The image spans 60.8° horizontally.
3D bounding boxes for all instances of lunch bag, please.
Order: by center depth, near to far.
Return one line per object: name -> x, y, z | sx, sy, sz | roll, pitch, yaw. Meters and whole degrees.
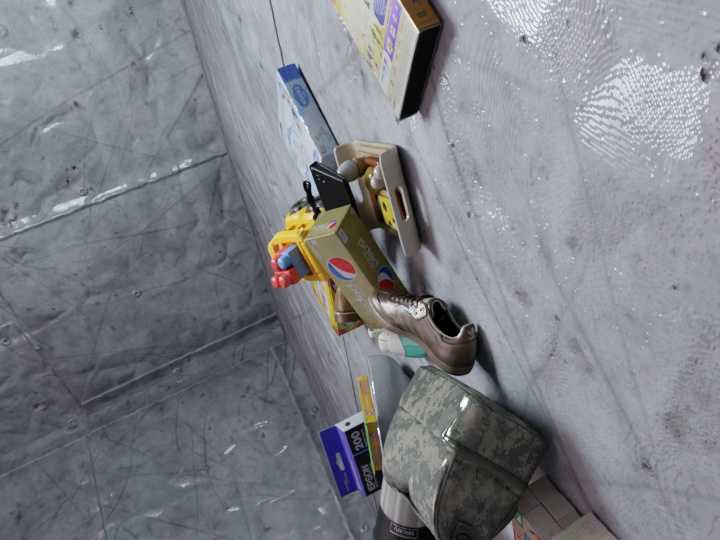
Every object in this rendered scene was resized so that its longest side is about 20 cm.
lunch bag -> 0.112, 0.232, 0.765 | 0.138, 0.171, 0.199 | 33, 175, -18

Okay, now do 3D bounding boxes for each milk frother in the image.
milk frother -> 0.114, 0.386, 1.117 | 0.201, 0.174, 0.194 | -101, 18, -69

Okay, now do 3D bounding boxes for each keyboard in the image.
keyboard -> -0.042, -0.097, 0.982 | 0.125, 0.021, 0.202 | 28, 154, 30

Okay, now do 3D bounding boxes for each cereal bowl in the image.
cereal bowl -> 0.066, 0.263, 1.196 | 0.200, 0.081, 0.207 | 170, 90, -89

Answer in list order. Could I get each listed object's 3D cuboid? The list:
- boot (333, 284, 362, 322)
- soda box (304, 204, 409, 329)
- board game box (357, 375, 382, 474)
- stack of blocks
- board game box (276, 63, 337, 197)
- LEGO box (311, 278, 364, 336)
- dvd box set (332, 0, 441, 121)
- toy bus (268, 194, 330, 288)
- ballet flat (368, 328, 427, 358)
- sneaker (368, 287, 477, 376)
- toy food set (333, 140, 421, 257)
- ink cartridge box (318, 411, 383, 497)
boot -> 0.000, 0.030, 1.082 | 0.200, 0.071, 0.078 | -34, -61, -73
soda box -> 0.000, 0.000, 0.958 | 0.066, 0.065, 0.202 | -9, 128, 38
board game box -> 0.018, 0.289, 1.166 | 0.201, 0.029, 0.099 | -98, -1, -73
stack of blocks -> 0.247, 0.331, 0.685 | 0.200, 0.057, 0.118 | -132, 24, -56
board game box -> -0.103, -0.252, 1.189 | 0.201, 0.042, 0.203 | 106, 140, -69
LEGO box -> -0.057, 0.018, 1.357 | 0.150, 0.075, 0.203 | 57, 163, 37
dvd box set -> 0.018, -0.290, 0.674 | 0.204, 0.029, 0.147 | 63, 166, 17
toy bus -> -0.104, -0.040, 1.146 | 0.198, 0.191, 0.138 | 0, 126, 57
ballet flat -> 0.054, 0.110, 1.078 | 0.200, 0.069, 0.069 | 41, 153, 62
sneaker -> 0.089, 0.061, 0.857 | 0.198, 0.069, 0.078 | 35, 128, 38
toy food set -> 0.018, -0.108, 0.901 | 0.200, 0.059, 0.147 | -143, 34, -66
ink cartridge box -> 0.021, 0.421, 1.424 | 0.043, 0.195, 0.203 | -136, 27, -64
